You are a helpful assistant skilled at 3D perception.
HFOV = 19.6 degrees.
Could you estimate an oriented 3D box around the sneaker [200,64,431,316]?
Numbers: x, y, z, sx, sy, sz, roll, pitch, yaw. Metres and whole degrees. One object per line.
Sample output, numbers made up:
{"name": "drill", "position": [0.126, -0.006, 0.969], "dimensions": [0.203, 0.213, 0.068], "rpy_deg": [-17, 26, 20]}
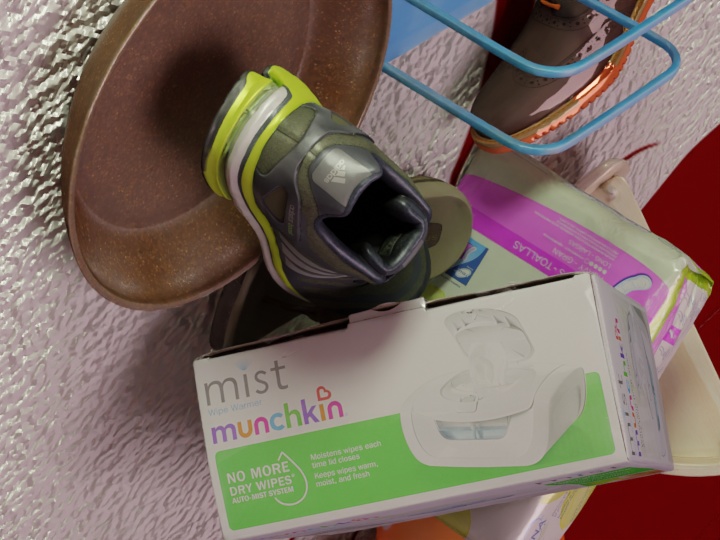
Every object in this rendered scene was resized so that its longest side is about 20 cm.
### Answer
{"name": "sneaker", "position": [-0.004, -0.017, 0.950], "dimensions": [0.074, 0.081, 0.200], "rpy_deg": [-54, 153, -4]}

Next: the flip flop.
{"name": "flip flop", "position": [0.000, 0.000, 1.076], "dimensions": [0.200, 0.058, 0.081], "rpy_deg": [-14, 131, -48]}

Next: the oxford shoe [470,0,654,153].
{"name": "oxford shoe", "position": [0.116, -0.152, 1.117], "dimensions": [0.200, 0.071, 0.073], "rpy_deg": [-52, 126, -6]}

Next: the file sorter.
{"name": "file sorter", "position": [0.090, -0.174, 0.966], "dimensions": [0.139, 0.123, 0.200], "rpy_deg": [-33, 146, -36]}

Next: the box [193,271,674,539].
{"name": "box", "position": [0.042, 0.070, 1.040], "dimensions": [0.176, 0.200, 0.097], "rpy_deg": [21, 57, -75]}

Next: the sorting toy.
{"name": "sorting toy", "position": [0.169, 0.042, 1.314], "dimensions": [0.107, 0.200, 0.180], "rpy_deg": [-26, 174, 14]}

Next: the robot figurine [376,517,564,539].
{"name": "robot figurine", "position": [0.070, 0.168, 1.286], "dimensions": [0.200, 0.144, 0.117], "rpy_deg": [62, 25, -80]}

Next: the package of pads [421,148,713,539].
{"name": "package of pads", "position": [0.087, 0.048, 1.168], "dimensions": [0.200, 0.154, 0.068], "rpy_deg": [-58, 153, 4]}

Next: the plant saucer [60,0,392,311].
{"name": "plant saucer", "position": [-0.064, -0.077, 0.915], "dimensions": [0.200, 0.037, 0.201], "rpy_deg": [-40, 150, -29]}
